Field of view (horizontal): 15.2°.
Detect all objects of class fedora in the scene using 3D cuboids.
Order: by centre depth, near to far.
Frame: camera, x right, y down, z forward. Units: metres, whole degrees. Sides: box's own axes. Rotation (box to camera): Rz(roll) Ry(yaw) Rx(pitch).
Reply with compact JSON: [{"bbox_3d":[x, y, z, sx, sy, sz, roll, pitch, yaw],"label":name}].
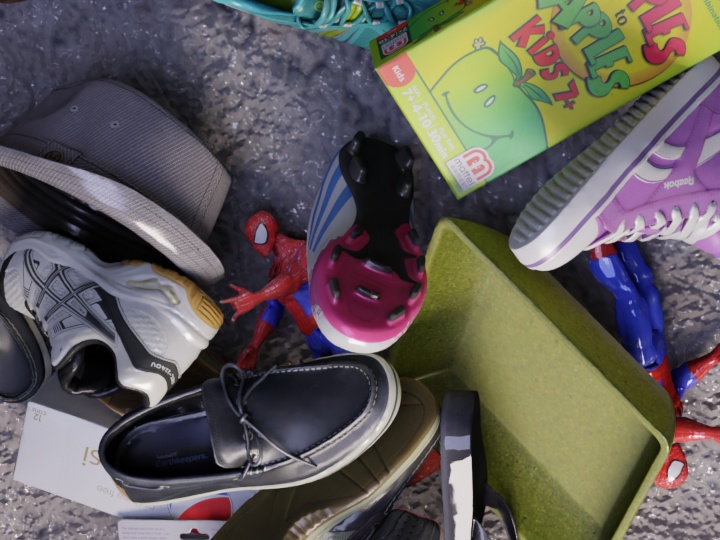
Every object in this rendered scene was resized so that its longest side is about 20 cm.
[{"bbox_3d":[-0.160,-0.063,1.707,0.200,0.177,0.090,16,71,39],"label":"fedora"}]

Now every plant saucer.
[{"bbox_3d":[0.110,0.078,1.663,0.200,0.048,0.200,46,148,19],"label":"plant saucer"}]

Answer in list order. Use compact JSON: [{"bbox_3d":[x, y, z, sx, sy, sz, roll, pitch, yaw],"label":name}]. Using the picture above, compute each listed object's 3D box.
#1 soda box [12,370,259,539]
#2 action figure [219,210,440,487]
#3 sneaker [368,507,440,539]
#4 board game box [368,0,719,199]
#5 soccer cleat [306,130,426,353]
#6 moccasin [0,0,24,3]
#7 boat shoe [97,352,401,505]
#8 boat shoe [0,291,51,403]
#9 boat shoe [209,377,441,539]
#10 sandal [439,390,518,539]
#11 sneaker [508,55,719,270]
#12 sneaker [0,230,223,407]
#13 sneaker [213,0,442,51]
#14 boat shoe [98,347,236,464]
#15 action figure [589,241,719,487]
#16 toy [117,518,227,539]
[{"bbox_3d":[-0.124,0.131,1.790,0.200,0.068,0.064,18,115,9],"label":"soda box"},{"bbox_3d":[-0.036,0.060,1.723,0.065,0.099,0.200,-24,95,58],"label":"action figure"},{"bbox_3d":[0.027,0.213,1.706,0.079,0.095,0.200,17,154,10],"label":"sneaker"},{"bbox_3d":[0.117,-0.139,1.610,0.200,0.048,0.102,-30,113,9],"label":"board game box"},{"bbox_3d":[0.000,0.000,1.651,0.070,0.200,0.086,19,126,-9],"label":"soccer cleat"},{"bbox_3d":[-0.188,-0.252,1.675,0.074,0.078,0.201,40,113,0],"label":"moccasin"},{"bbox_3d":[-0.071,0.097,1.657,0.200,0.062,0.075,-16,68,17],"label":"boat shoe"},{"bbox_3d":[-0.289,0.016,1.800,0.072,0.068,0.200,-39,96,21],"label":"boat shoe"},{"bbox_3d":[-0.021,0.150,1.690,0.201,0.066,0.072,-45,51,5],"label":"boat shoe"},{"bbox_3d":[0.076,0.166,1.687,0.043,0.076,0.200,1,126,8],"label":"sandal"},{"bbox_3d":[0.180,-0.036,1.590,0.114,0.200,0.073,55,148,-8],"label":"sneaker"},{"bbox_3d":[-0.178,0.033,1.705,0.200,0.088,0.076,11,155,49],"label":"sneaker"},{"bbox_3d":[-0.010,-0.165,1.655,0.200,0.080,0.078,13,111,10],"label":"sneaker"},{"bbox_3d":[-0.119,0.080,1.759,0.200,0.065,0.071,39,88,30],"label":"boat shoe"},{"bbox_3d":[0.198,0.040,1.665,0.099,0.065,0.200,-1,108,25],"label":"action figure"},{"bbox_3d":[-0.091,0.258,1.776,0.115,0.047,0.200,-2,97,26],"label":"toy"}]
